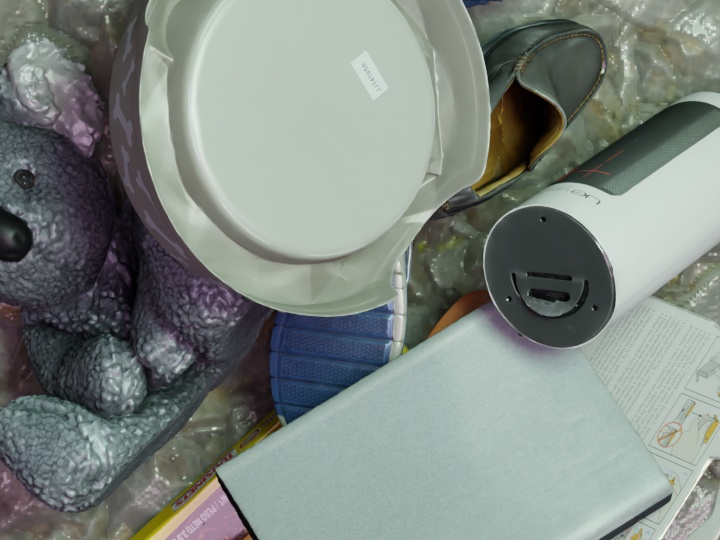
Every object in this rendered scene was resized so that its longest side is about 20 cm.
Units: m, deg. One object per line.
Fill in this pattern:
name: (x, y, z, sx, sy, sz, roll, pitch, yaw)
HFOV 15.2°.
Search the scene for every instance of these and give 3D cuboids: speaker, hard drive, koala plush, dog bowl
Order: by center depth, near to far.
dog bowl: (-0.033, -0.077, 1.308, 0.199, 0.059, 0.201, 1, 88, -33)
hard drive: (0.043, 0.113, 1.414, 0.199, 0.033, 0.140, -31, 72, -9)
koala plush: (-0.155, -0.005, 1.427, 0.200, 0.184, 0.178, 40, 103, 5)
speaker: (0.148, -0.029, 1.449, 0.200, 0.081, 0.082, -32, 112, -50)

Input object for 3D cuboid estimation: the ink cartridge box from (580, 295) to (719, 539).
ink cartridge box: (0.147, 0.117, 1.470, 0.045, 0.176, 0.201, 42, 78, -41)

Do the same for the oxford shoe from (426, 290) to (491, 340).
oxford shoe: (0.042, 0.112, 1.480, 0.071, 0.073, 0.201, 21, 99, -57)

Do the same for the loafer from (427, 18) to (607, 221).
loafer: (0.082, -0.078, 1.446, 0.200, 0.072, 0.073, -40, 123, -40)

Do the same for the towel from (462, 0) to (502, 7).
towel: (0.002, -0.193, 1.414, 0.199, 0.048, 0.112, -5, 78, -35)

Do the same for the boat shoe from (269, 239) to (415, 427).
boat shoe: (0.000, 0.000, 1.481, 0.072, 0.072, 0.201, 12, 97, 9)

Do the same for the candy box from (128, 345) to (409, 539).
candy box: (-0.030, 0.130, 1.530, 0.200, 0.026, 0.102, -42, 110, -1)
